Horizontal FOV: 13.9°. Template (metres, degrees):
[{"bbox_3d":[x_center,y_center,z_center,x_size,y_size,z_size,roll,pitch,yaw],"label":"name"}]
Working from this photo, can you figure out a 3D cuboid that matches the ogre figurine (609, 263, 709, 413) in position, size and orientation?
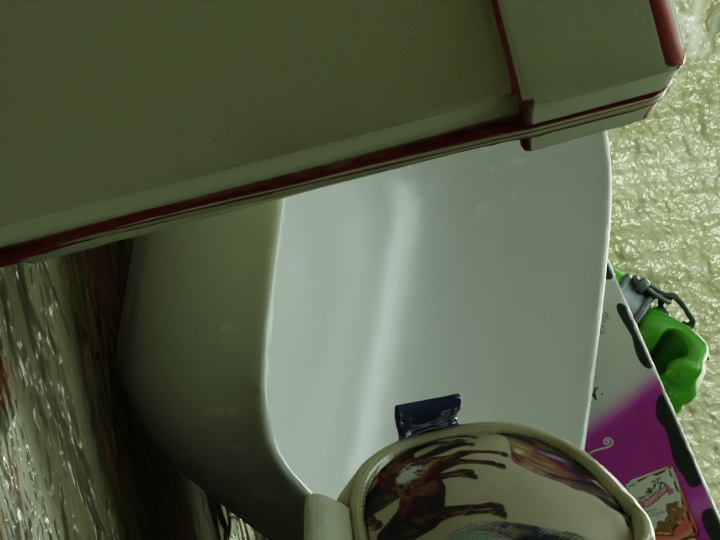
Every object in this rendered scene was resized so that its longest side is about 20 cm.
[{"bbox_3d":[0.024,0.025,1.104,0.200,0.098,0.120,-10,-63,56],"label":"ogre figurine"}]

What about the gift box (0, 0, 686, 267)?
[{"bbox_3d":[-0.020,-0.113,0.645,0.185,0.186,0.201,-67,144,-86],"label":"gift box"}]

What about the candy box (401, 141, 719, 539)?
[{"bbox_3d":[0.032,0.050,1.010,0.061,0.136,0.201,146,-78,-86],"label":"candy box"}]

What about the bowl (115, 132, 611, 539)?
[{"bbox_3d":[0.000,0.000,0.889,0.200,0.074,0.200,39,54,-51],"label":"bowl"}]

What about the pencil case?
[{"bbox_3d":[0.020,0.127,0.814,0.078,0.089,0.200,-77,177,-45],"label":"pencil case"}]
